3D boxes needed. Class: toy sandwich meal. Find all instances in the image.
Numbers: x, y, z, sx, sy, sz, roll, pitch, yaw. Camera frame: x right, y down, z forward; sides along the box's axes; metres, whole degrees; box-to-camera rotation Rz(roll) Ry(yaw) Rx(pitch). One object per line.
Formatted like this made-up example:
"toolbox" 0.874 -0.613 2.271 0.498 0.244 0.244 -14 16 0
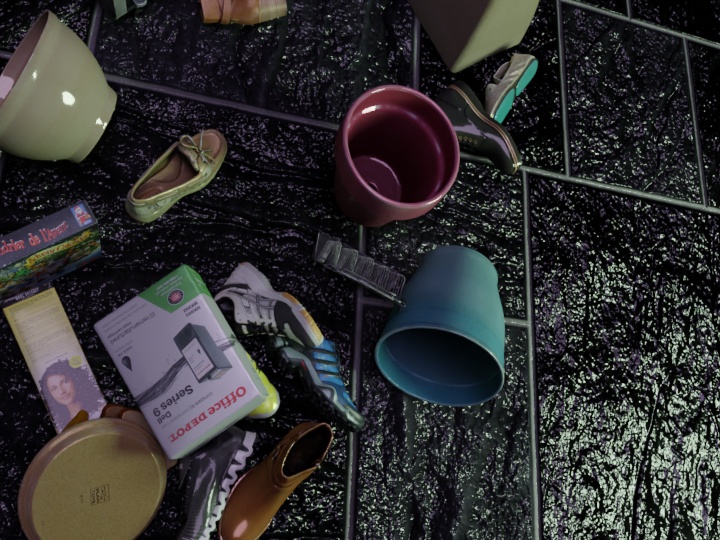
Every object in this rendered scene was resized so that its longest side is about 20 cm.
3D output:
"toy sandwich meal" -0.340 0.269 0.896 0.201 0.070 0.212 -8 104 -33

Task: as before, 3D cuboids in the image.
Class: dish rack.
"dish rack" 0.000 0.000 1.052 0.150 0.200 0.056 26 90 -10

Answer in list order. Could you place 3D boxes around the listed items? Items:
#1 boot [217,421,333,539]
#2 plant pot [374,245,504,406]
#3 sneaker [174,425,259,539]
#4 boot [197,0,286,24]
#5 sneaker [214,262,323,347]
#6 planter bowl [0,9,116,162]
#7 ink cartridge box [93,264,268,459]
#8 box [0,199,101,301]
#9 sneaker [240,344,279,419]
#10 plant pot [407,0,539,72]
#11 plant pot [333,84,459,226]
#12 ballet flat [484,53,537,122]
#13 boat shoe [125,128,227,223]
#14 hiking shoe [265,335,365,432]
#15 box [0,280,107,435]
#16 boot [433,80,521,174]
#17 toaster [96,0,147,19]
"boot" -0.111 0.289 0.937 0.077 0.155 0.200 46 65 0
"plant pot" 0.136 0.074 1.084 0.196 0.201 0.191 26 52 -9
"sneaker" -0.220 0.295 0.945 0.089 0.066 0.203 33 62 -11
"boot" -0.221 -0.520 1.204 0.150 0.074 0.205 -12 72 -15
"sneaker" -0.137 0.071 1.014 0.198 0.076 0.088 31 67 37
"planter bowl" -0.435 -0.239 0.987 0.134 0.197 0.205 32 62 -36
"ink cartridge box" -0.231 0.121 0.915 0.144 0.084 0.202 -33 82 -7
"box" -0.446 -0.011 0.924 0.197 0.137 0.038 -31 84 -24
"sneaker" -0.194 0.135 1.000 0.200 0.076 0.076 44 65 -1
"plant pot" 0.228 -0.535 1.307 0.197 0.177 0.203 -29 84 -24
"plant pot" 0.038 -0.163 1.120 0.194 0.179 0.206 6 72 -17
"ballet flat" 0.274 -0.347 1.337 0.061 0.068 0.201 25 59 22
"boat shoe" -0.277 -0.153 1.069 0.073 0.063 0.201 40 64 -2
"hiking shoe" -0.052 0.151 1.046 0.086 0.074 0.201 -41 89 -25
"box" -0.412 0.122 0.942 0.074 0.050 0.203 -26 82 -25
"boot" 0.184 -0.229 1.260 0.137 0.078 0.201 -35 76 -19
"toaster" -0.383 -0.531 1.108 0.200 0.119 0.181 45 69 5
